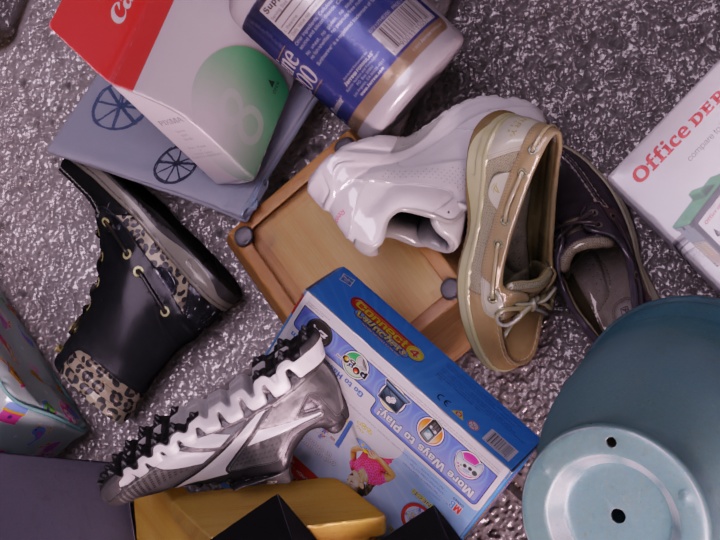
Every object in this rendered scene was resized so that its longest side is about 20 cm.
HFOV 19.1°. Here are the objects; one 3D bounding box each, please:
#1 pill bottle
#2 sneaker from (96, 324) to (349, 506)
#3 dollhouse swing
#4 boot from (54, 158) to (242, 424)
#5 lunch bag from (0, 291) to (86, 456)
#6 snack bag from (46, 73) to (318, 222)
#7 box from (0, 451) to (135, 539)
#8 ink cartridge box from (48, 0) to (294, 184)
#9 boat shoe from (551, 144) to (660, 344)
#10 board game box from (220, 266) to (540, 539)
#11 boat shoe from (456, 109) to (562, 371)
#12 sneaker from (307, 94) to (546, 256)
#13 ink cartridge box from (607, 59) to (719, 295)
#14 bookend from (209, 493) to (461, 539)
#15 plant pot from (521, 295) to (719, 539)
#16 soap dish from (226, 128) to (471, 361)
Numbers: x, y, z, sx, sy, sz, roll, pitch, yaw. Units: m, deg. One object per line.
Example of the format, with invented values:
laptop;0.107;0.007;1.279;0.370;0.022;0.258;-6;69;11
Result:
pill bottle;-0.028;-0.200;1.617;0.200;0.111;0.111;43;95;3
sneaker;-0.093;0.128;1.536;0.199;0.067;0.091;-32;104;7
dollhouse swing;-0.072;0.239;1.625;0.180;0.176;0.201;-6;114;-9
boot;-0.210;0.009;1.749;0.203;0.073;0.154;42;98;23
lunch bag;-0.311;0.073;1.728;0.077;0.160;0.200;-37;64;4
snack bag;-0.127;-0.138;1.737;0.199;0.021;0.189;19;62;23
box;-0.303;0.214;1.651;0.181;0.200;0.105;-20;72;30
ink cartridge box;-0.130;-0.187;1.640;0.050;0.200;0.162;-7;51;40
boat shoe;0.174;-0.013;1.620;0.072;0.065;0.201;-27;71;14
board game box;0.003;0.135;1.588;0.200;0.056;0.196;41;126;10
boat shoe;0.118;-0.016;1.580;0.063;0.073;0.202;18;115;41
sneaker;0.063;-0.062;1.609;0.199;0.078;0.100;-23;73;-20
ink cartridge box;0.301;-0.046;1.571;0.146;0.084;0.200;-46;69;5
bookend;-0.004;0.231;1.483;0.199;0.199;0.092;-34;29;5
plant pot;0.207;0.139;1.473;0.199;0.188;0.202;9;110;25
soap dish;0.000;0.000;1.671;0.157;0.081;0.200;-39;71;8
